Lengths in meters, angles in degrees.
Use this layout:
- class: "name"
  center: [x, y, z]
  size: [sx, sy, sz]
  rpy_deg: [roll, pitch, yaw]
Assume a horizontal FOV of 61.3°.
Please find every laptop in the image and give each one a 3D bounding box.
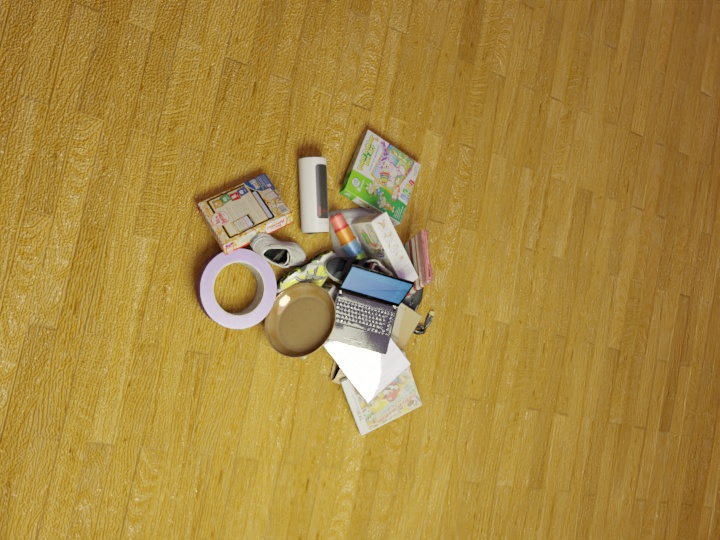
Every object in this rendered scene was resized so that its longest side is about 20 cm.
- class: "laptop"
  center: [0.023, 0.104, 1.560]
  size: [0.174, 0.103, 0.204]
  rpy_deg: [16, 88, -12]

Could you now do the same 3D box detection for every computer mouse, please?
- class: "computer mouse"
  center: [0.171, 0.091, 1.798]
  size: [0.138, 0.046, 0.204]
  rpy_deg: [22, 82, -21]

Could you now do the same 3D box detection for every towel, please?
- class: "towel"
  center: [0.149, -0.013, 1.687]
  size: [0.022, 0.200, 0.147]
  rpy_deg: [0, 76, -17]

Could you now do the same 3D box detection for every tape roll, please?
- class: "tape roll"
  center: [-0.320, 0.046, 1.565]
  size: [0.196, 0.085, 0.205]
  rpy_deg: [0, 90, -23]

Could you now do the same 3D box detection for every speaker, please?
- class: "speaker"
  center: [-0.127, -0.201, 1.649]
  size: [0.080, 0.081, 0.205]
  rpy_deg: [-2, 91, -23]

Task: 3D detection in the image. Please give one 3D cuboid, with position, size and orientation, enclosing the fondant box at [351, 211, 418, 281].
- class: "fondant box"
  center: [0.065, -0.055, 1.663]
  size: [0.058, 0.144, 0.202]
  rpy_deg: [-33, 104, -18]

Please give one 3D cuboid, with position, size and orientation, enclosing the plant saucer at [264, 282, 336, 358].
- class: "plant saucer"
  center: [-0.151, 0.132, 1.566]
  size: [0.202, 0.198, 0.036]
  rpy_deg: [-56, 153, -12]

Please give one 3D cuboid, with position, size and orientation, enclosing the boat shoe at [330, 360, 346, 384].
- class: "boat shoe"
  center: [-0.043, 0.219, 1.693]
  size: [0.068, 0.073, 0.205]
  rpy_deg: [8, 88, -29]

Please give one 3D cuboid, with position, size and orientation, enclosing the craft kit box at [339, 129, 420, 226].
- class: "craft kit box"
  center: [0.059, -0.262, 1.730]
  size: [0.195, 0.048, 0.203]
  rpy_deg: [27, 70, -19]

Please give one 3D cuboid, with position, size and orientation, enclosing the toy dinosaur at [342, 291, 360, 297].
- class: "toy dinosaur"
  center: [-0.020, 0.134, 1.649]
  size: [0.099, 0.058, 0.205]
  rpy_deg: [-3, 103, -22]

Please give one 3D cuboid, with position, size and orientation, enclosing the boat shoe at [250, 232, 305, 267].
- class: "boat shoe"
  center: [-0.205, -0.037, 1.579]
  size: [0.074, 0.066, 0.199]
  rpy_deg: [-51, 147, 16]

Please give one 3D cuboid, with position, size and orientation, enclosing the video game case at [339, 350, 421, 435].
- class: "video game case"
  center: [0.060, 0.344, 1.706]
  size: [0.197, 0.023, 0.185]
  rpy_deg: [-24, 111, -10]

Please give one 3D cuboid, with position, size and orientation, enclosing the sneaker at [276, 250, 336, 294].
- class: "sneaker"
  center: [-0.141, 0.018, 1.648]
  size: [0.198, 0.075, 0.078]
  rpy_deg: [-29, 101, -19]

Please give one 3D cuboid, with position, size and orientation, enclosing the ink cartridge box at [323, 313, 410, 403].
- class: "ink cartridge box"
  center: [0.016, 0.227, 1.639]
  size: [0.159, 0.047, 0.201]
  rpy_deg: [-39, 96, -8]

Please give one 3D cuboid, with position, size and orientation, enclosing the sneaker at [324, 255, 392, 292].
- class: "sneaker"
  center: [0.000, 0.000, 1.603]
  size: [0.196, 0.080, 0.080]
  rpy_deg: [17, 62, 7]

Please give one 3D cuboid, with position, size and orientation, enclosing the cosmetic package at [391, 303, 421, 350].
- class: "cosmetic package"
  center: [0.077, 0.184, 1.726]
  size: [0.104, 0.071, 0.202]
  rpy_deg: [30, 90, -21]

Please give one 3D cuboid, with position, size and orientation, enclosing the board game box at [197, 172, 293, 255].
- class: "board game box"
  center: [-0.293, -0.148, 1.552]
  size: [0.198, 0.047, 0.152]
  rpy_deg: [-27, 64, -20]

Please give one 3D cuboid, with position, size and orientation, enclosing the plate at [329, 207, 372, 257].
- class: "plate"
  center: [0.015, -0.081, 1.737]
  size: [0.196, 0.032, 0.205]
  rpy_deg: [-10, 96, -23]

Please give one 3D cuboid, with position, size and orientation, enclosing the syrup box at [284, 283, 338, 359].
- class: "syrup box"
  center: [-0.125, 0.135, 1.651]
  size: [0.200, 0.081, 0.079]
  rpy_deg: [-49, 112, -17]

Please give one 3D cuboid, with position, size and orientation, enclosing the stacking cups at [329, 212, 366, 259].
- class: "stacking cups"
  center: [-0.021, -0.062, 1.671]
  size: [0.060, 0.060, 0.203]
  rpy_deg: [-31, 103, -20]
